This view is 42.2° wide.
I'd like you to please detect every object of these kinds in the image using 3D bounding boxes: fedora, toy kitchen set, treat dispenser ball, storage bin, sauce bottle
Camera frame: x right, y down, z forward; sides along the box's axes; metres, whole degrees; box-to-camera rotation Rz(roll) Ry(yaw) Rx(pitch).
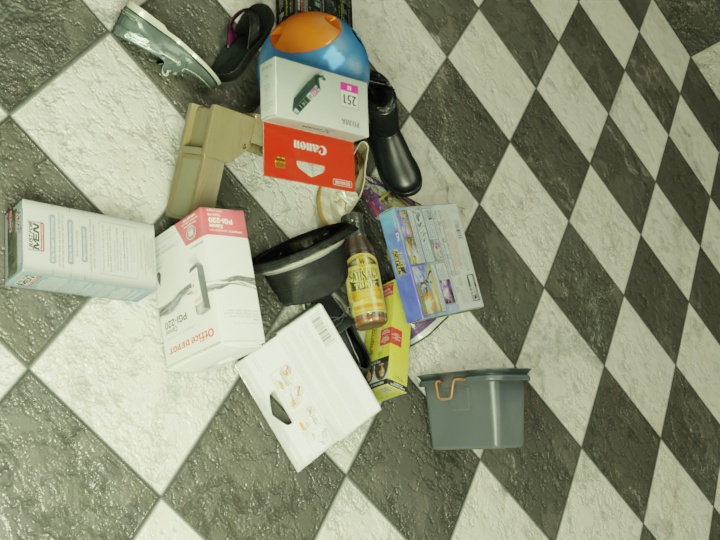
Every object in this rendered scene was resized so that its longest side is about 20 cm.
[{"bbox_3d":[-0.082,-0.003,1.488,0.200,0.198,0.093,-33,107,-48],"label":"fedora"},{"bbox_3d":[-0.211,-0.157,1.491,0.198,0.162,0.184,13,90,-41],"label":"toy kitchen set"},{"bbox_3d":[-0.081,-0.344,1.621,0.199,0.199,0.205,21,57,-37],"label":"treat dispenser ball"},{"bbox_3d":[0.198,0.247,1.646,0.144,0.198,0.137,7,76,-43],"label":"storage bin"},{"bbox_3d":[0.000,0.000,1.621,0.065,0.066,0.204,3,69,-44],"label":"sauce bottle"}]

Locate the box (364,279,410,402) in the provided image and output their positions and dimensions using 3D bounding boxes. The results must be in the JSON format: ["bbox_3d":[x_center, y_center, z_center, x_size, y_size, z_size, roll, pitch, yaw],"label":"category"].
[{"bbox_3d":[0.047,0.122,1.630,0.050,0.075,0.204,28,54,-33],"label":"box"}]

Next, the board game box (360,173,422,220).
[{"bbox_3d":[0.088,-0.106,1.772,0.198,0.033,0.121,25,21,-36],"label":"board game box"}]

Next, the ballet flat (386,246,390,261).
[{"bbox_3d":[0.123,-0.010,1.784,0.198,0.070,0.072,26,55,-36],"label":"ballet flat"}]

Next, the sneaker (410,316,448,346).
[{"bbox_3d":[0.132,0.055,1.752,0.088,0.075,0.199,55,42,-2],"label":"sneaker"}]

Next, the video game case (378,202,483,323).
[{"bbox_3d":[0.130,-0.016,1.685,0.179,0.045,0.204,-7,79,-47],"label":"video game case"}]

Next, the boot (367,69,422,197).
[{"bbox_3d":[0.050,-0.252,1.726,0.169,0.075,0.203,76,-10,-68],"label":"boot"}]

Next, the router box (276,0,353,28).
[{"bbox_3d":[-0.089,-0.530,1.803,0.148,0.062,0.204,18,59,-40],"label":"router box"}]

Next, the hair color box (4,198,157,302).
[{"bbox_3d":[-0.378,-0.023,1.271,0.198,0.060,0.101,11,64,-43],"label":"hair color box"}]

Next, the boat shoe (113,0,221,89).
[{"bbox_3d":[-0.312,-0.350,1.508,0.199,0.073,0.062,38,91,-36],"label":"boat shoe"}]

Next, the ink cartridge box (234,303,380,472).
[{"bbox_3d":[-0.085,0.184,1.475,0.172,0.043,0.202,-33,98,-21],"label":"ink cartridge box"}]

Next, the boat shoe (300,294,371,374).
[{"bbox_3d":[-0.040,0.091,1.564,0.074,0.062,0.203,-25,89,-46],"label":"boat shoe"}]

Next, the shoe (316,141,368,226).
[{"bbox_3d":[-0.029,-0.160,1.698,0.070,0.053,0.202,39,48,-25],"label":"shoe"}]

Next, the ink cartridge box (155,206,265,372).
[{"bbox_3d":[-0.223,0.031,1.341,0.084,0.144,0.204,2,69,-46],"label":"ink cartridge box"}]

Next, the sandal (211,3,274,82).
[{"bbox_3d":[-0.202,-0.408,1.614,0.048,0.074,0.203,66,33,-45],"label":"sandal"}]

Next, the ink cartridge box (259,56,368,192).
[{"bbox_3d":[-0.069,-0.226,1.468,0.198,0.043,0.178,6,78,-43],"label":"ink cartridge box"}]
